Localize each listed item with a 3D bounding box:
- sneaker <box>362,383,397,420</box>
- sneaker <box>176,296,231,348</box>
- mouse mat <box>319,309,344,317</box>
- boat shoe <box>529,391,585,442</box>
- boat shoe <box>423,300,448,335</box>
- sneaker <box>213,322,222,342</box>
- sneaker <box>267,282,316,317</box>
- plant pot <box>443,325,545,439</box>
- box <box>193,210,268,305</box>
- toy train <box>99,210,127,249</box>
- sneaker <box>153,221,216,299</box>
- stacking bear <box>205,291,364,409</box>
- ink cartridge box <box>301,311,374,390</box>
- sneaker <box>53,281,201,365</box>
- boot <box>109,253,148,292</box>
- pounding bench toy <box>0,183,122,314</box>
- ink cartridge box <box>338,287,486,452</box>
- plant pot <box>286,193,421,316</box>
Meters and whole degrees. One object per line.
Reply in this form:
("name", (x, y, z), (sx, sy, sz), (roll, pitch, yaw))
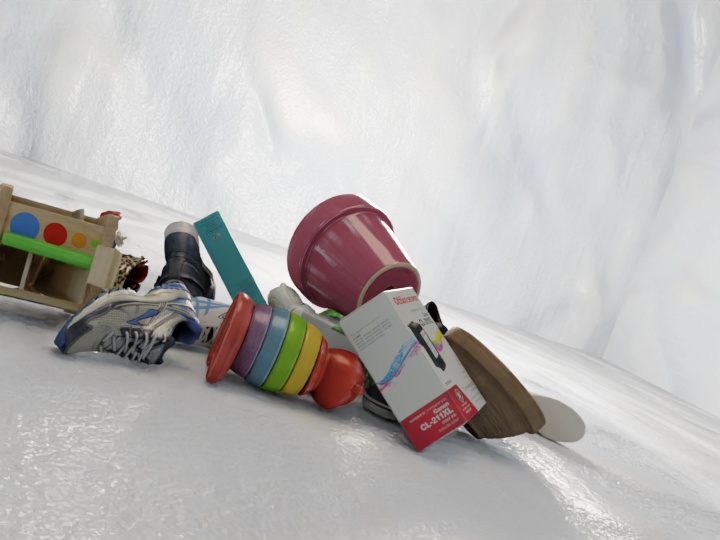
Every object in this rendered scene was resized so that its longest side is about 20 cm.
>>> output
("sneaker", (0.061, 0.172, 1.202), (0.078, 0.080, 0.200), (22, 6, 17))
("sneaker", (-0.201, 0.084, 1.130), (0.072, 0.073, 0.199), (32, 13, 34))
("mouse mat", (-0.038, 0.079, 1.461), (0.198, 0.008, 0.161), (-25, 10, -4))
("boat shoe", (0.318, 0.259, 1.453), (0.198, 0.073, 0.068), (13, 0, 26))
("boat shoe", (0.128, 0.120, 1.455), (0.084, 0.069, 0.201), (26, 23, -28))
("sneaker", (-0.100, 0.120, 1.112), (0.199, 0.074, 0.111), (19, 3, -39))
("sneaker", (-0.124, 0.066, 1.375), (0.081, 0.075, 0.200), (52, -12, 3))
("plant pot", (0.179, 0.189, 1.202), (0.201, 0.093, 0.201), (47, -8, 9))
("box", (-0.210, 0.004, 1.318), (0.202, 0.049, 0.082), (62, -9, 0))
("toy train", (-0.501, -0.072, 1.457), (0.114, 0.086, 0.200), (6, 0, -24))
("sneaker", (-0.278, 0.042, 1.272), (0.076, 0.147, 0.203), (-8, -37, -1))
("stacking bear", (-0.088, 0.117, 1.031), (0.198, 0.115, 0.121), (24, 3, -13))
("ink cartridge box", (0.003, 0.137, 1.305), (0.146, 0.084, 0.199), (22, 5, 36))
("sneaker", (-0.262, 0.071, 0.934), (0.086, 0.077, 0.199), (54, 33, 14))
("boot", (-0.422, -0.017, 1.302), (0.149, 0.074, 0.200), (20, 8, 3))
("pounding bench toy", (-0.381, -0.025, 0.937), (0.155, 0.126, 0.199), (17, -10, -30))
("ink cartridge box", (0.073, 0.128, 1.082), (0.201, 0.082, 0.146), (58, 17, 9))
("plant pot", (0.000, 0.000, 1.324), (0.199, 0.201, 0.179), (16, 19, -43))
